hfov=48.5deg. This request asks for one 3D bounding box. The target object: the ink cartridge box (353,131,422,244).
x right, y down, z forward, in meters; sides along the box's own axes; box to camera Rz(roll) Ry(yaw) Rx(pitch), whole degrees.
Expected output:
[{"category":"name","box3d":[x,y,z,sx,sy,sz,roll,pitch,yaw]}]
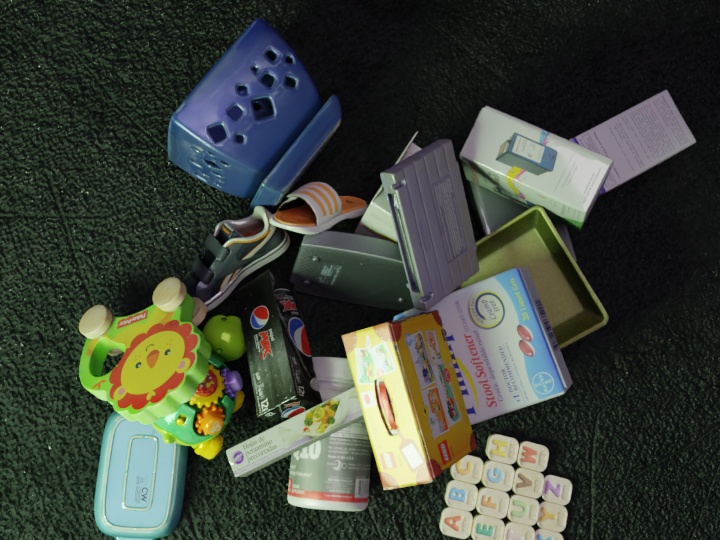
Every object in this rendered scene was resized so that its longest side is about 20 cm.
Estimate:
[{"category":"ink cartridge box","box3d":[0.057,-0.102,1.155,0.067,0.200,0.118,33,70,0]}]

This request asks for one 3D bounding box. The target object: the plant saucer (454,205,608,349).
[{"category":"plant saucer","box3d":[0.239,0.035,1.208,0.199,0.048,0.201,-32,87,19]}]

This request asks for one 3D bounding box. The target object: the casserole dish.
[{"category":"casserole dish","box3d":[-0.302,0.278,1.104,0.120,0.039,0.202,6,79,-9]}]

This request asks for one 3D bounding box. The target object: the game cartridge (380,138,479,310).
[{"category":"game cartridge","box3d":[0.099,-0.063,1.090,0.129,0.038,0.202,-35,120,-39]}]

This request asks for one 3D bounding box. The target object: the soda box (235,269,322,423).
[{"category":"soda box","box3d":[-0.115,0.105,1.110,0.070,0.063,0.202,-30,57,22]}]

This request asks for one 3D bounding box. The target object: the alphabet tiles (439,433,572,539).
[{"category":"alphabet tiles","box3d":[0.221,0.353,1.197,0.194,0.015,0.202,16,77,-7]}]

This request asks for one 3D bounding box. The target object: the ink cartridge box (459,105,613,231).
[{"category":"ink cartridge box","box3d":[0.253,-0.147,1.171,0.199,0.145,0.088,29,88,13]}]

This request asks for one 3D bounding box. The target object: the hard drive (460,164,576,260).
[{"category":"hard drive","box3d":[0.253,-0.092,1.280,0.138,0.033,0.202,-13,82,-13]}]

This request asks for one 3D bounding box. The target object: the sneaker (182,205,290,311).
[{"category":"sneaker","box3d":[-0.199,-0.018,1.145,0.200,0.080,0.078,-39,44,-12]}]

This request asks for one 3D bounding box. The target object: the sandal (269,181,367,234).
[{"category":"sandal","box3d":[-0.058,-0.102,1.158,0.079,0.206,0.060,17,113,26]}]

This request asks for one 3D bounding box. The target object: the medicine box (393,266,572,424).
[{"category":"medicine box","box3d":[0.176,0.114,1.148,0.198,0.103,0.184,-23,82,19]}]

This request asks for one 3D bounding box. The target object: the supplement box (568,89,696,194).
[{"category":"supplement box","box3d":[0.420,-0.195,1.296,0.199,0.101,0.104,-29,85,-14]}]

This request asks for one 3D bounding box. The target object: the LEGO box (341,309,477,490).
[{"category":"LEGO box","box3d":[0.068,0.164,1.052,0.077,0.148,0.202,-18,85,30]}]

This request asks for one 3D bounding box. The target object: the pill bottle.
[{"category":"pill bottle","box3d":[-0.038,0.228,1.122,0.113,0.114,0.202,6,77,-9]}]

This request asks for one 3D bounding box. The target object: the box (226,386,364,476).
[{"category":"box","box3d":[-0.080,0.213,1.055,0.199,0.041,0.039,-27,71,7]}]

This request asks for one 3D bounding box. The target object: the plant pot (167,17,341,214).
[{"category":"plant pot","box3d":[-0.147,-0.201,1.149,0.179,0.200,0.201,39,74,-7]}]

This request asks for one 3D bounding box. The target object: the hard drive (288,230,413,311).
[{"category":"hard drive","box3d":[0.000,0.000,1.169,0.198,0.135,0.043,11,56,-10]}]

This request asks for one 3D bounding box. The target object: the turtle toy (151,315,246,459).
[{"category":"turtle toy","box3d":[-0.219,0.150,1.099,0.145,0.101,0.201,32,51,-11]}]

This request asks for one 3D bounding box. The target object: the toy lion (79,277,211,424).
[{"category":"toy lion","box3d":[-0.284,0.115,1.044,0.198,0.069,0.193,-19,46,18]}]
